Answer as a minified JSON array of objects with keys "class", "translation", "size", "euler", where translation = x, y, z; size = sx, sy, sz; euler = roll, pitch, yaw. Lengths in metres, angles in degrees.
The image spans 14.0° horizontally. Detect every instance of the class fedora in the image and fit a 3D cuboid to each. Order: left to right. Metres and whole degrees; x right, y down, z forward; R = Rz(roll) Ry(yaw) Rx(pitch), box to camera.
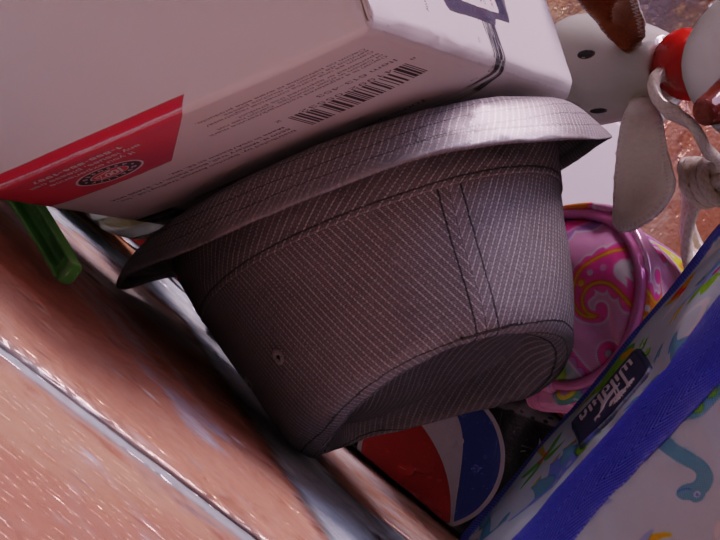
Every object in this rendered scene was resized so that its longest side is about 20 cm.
[{"class":"fedora","translation":[0.010,0.011,1.025],"size":[0.200,0.176,0.091],"euler":[-33,-108,61]}]

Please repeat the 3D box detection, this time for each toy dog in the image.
[{"class":"toy dog","translation":[0.115,-0.063,1.037],"size":[0.200,0.096,0.133],"euler":[-38,-106,57]}]

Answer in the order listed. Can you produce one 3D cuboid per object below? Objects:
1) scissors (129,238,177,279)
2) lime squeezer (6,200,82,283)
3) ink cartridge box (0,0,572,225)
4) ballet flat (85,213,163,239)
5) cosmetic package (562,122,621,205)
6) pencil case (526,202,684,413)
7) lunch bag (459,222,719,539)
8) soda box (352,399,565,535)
[{"class":"scissors","translation":[-0.060,0.004,1.319],"size":[0.073,0.014,0.200],"euler":[39,4,17]},{"class":"lime squeezer","translation":[-0.154,-0.070,0.984],"size":[0.200,0.038,0.071],"euler":[42,0,8]},{"class":"ink cartridge box","translation":[-0.033,-0.079,0.974],"size":[0.200,0.144,0.085],"euler":[7,63,-68]},{"class":"ballet flat","translation":[-0.070,-0.043,1.152],"size":[0.199,0.067,0.068],"euler":[-6,-69,45]},{"class":"cosmetic package","translation":[0.039,-0.023,1.399],"size":[0.081,0.113,0.200],"euler":[38,-23,-17]},{"class":"pencil case","translation":[0.126,0.039,1.198],"size":[0.087,0.088,0.200],"euler":[41,7,36]},{"class":"lunch bag","translation":[0.124,0.076,0.993],"size":[0.127,0.170,0.200],"euler":[42,5,27]},{"class":"soda box","translation":[0.033,0.057,1.194],"size":[0.200,0.063,0.071],"euler":[39,4,-8]}]
